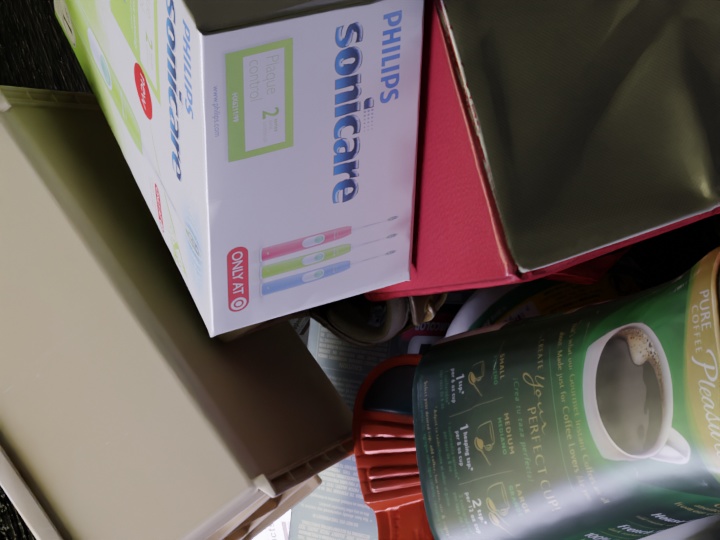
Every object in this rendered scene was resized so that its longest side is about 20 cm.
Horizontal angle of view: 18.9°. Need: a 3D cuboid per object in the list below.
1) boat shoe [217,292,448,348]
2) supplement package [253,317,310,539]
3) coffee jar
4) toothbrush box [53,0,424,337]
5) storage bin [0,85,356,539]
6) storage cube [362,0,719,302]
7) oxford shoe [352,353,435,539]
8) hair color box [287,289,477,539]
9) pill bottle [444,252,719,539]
[{"bbox_3d":[0.000,0.000,0.941,0.074,0.199,0.067,-29,72,44],"label":"boat shoe"},{"bbox_3d":[-0.015,0.097,1.312,0.200,0.110,0.157,-57,-37,-60],"label":"supplement package"},{"bbox_3d":[0.117,0.054,0.845,0.199,0.085,0.105,-20,70,42],"label":"coffee jar"},{"bbox_3d":[-0.053,-0.102,0.804,0.146,0.086,0.200,92,155,-46],"label":"toothbrush box"},{"bbox_3d":[-0.101,0.028,0.939,0.201,0.094,0.198,54,-168,6],"label":"storage bin"},{"bbox_3d":[0.081,-0.094,0.822,0.180,0.170,0.201,169,86,-74],"label":"storage cube"},{"bbox_3d":[0.042,0.139,0.945,0.072,0.071,0.202,18,-111,-64],"label":"oxford shoe"},{"bbox_3d":[0.020,0.092,1.066,0.060,0.099,0.202,8,93,38],"label":"hair color box"},{"bbox_3d":[0.122,0.094,0.975,0.113,0.112,0.201,91,158,-48],"label":"pill bottle"}]
